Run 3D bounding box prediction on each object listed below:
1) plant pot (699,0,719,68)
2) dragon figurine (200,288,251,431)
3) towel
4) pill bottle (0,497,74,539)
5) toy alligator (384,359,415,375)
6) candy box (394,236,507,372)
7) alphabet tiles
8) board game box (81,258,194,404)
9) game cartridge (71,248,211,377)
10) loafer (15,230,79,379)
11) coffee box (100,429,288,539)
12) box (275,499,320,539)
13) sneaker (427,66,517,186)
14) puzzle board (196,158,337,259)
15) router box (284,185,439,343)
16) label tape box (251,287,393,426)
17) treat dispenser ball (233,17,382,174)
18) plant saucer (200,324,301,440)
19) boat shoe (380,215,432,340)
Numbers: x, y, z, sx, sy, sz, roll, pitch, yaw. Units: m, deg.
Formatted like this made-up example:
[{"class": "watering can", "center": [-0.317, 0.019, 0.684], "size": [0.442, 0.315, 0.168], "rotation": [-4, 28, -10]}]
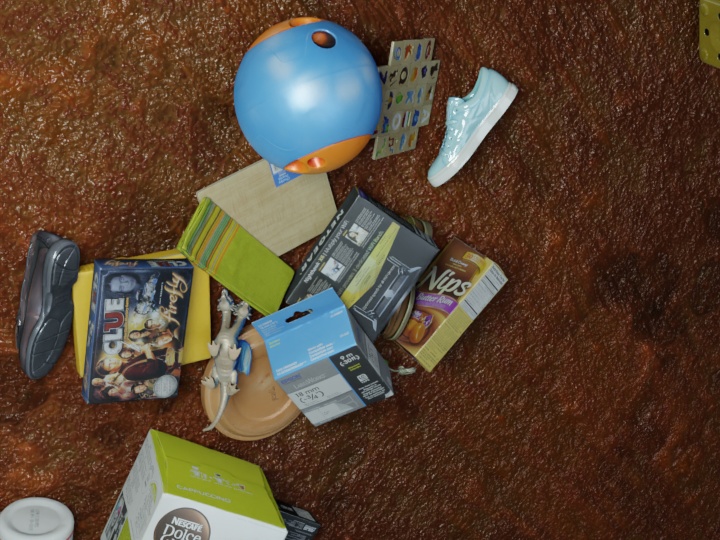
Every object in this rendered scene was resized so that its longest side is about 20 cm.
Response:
[{"class": "plant pot", "center": [0.703, -0.433, 1.752], "size": [0.197, 0.196, 0.197], "rotation": [-21, 122, -15]}, {"class": "dragon figurine", "center": [-0.194, 0.133, 1.483], "size": [0.058, 0.100, 0.204], "rotation": [6, 108, 5]}, {"class": "towel", "center": [-0.174, -0.015, 1.447], "size": [0.200, 0.018, 0.087], "rotation": [41, 67, -38]}, {"class": "pill bottle", "center": [-0.473, 0.440, 1.446], "size": [0.107, 0.109, 0.204], "rotation": [-1, 113, -32]}, {"class": "toy alligator", "center": [0.003, 0.153, 1.658], "size": [0.197, 0.059, 0.055], "rotation": [-5, 74, -31]}, {"class": "candy box", "center": [0.135, 0.053, 1.653], "size": [0.201, 0.116, 0.056], "rotation": [-49, 128, -5]}, {"class": "alphabet tiles", "center": [0.064, -0.253, 1.472], "size": [0.199, 0.006, 0.170], "rotation": [-25, 128, -57]}, {"class": "board game box", "center": [-0.310, 0.084, 1.396], "size": [0.133, 0.035, 0.204], "rotation": [-2, 113, -30]}, {"class": "game cartridge", "center": [-0.309, 0.062, 1.428], "size": [0.196, 0.032, 0.180], "rotation": [-10, 117, -26]}, {"class": "loafer", "center": [-0.422, 0.043, 1.336], "size": [0.072, 0.062, 0.203], "rotation": [-18, 131, -60]}, {"class": "coffee box", "center": [-0.249, 0.389, 1.482], "size": [0.197, 0.200, 0.201], "rotation": [23, 99, -22]}, {"class": "box", "center": [-0.184, 0.457, 1.682], "size": [0.198, 0.043, 0.162], "rotation": [29, 95, -38]}, {"class": "sneaker", "center": [0.156, -0.229, 1.577], "size": [0.081, 0.074, 0.201], "rotation": [37, 95, -9]}, {"class": "puzzle board", "center": [-0.132, -0.093, 1.476], "size": [0.198, 0.017, 0.153], "rotation": [-29, 123, -19]}, {"class": "router box", "center": [0.000, 0.000, 1.534], "size": [0.156, 0.052, 0.201], "rotation": [32, 102, -19]}, {"class": "label tape box", "center": [-0.056, 0.135, 1.513], "size": [0.142, 0.064, 0.201], "rotation": [-23, 132, 14]}, {"class": "treat dispenser ball", "center": [-0.069, -0.230, 1.333], "size": [0.198, 0.200, 0.205], "rotation": [-14, 119, -26]}, {"class": "plant saucer", "center": [-0.153, 0.177, 1.579], "size": [0.197, 0.032, 0.204], "rotation": [-15, 120, -27]}, {"class": "boat shoe", "center": [0.051, 0.010, 1.615], "size": [0.067, 0.072, 0.204], "rotation": [11, 97, -30]}]
